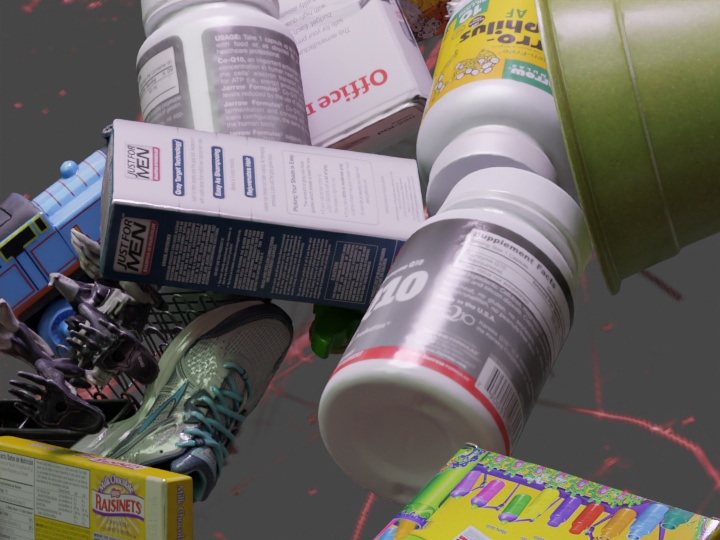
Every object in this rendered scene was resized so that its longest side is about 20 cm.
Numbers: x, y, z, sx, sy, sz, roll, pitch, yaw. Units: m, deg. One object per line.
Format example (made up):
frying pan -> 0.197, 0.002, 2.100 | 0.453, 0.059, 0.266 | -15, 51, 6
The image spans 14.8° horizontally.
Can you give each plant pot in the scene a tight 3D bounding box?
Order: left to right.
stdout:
plant pot -> 0.218, -0.104, 1.668 | 0.190, 0.200, 0.200 | -14, 30, 7

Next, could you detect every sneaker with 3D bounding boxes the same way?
sneaker -> -0.105, 0.106, 1.762 | 0.200, 0.078, 0.086 | -48, 36, -9

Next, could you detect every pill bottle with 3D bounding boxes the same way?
pill bottle -> -0.093, -0.108, 1.905 | 0.114, 0.114, 0.200 | -18, 67, 25
pill bottle -> 0.061, 0.036, 1.645 | 0.114, 0.114, 0.200 | -11, 34, 35
pill bottle -> 0.097, -0.097, 1.830 | 0.113, 0.113, 0.200 | -19, 30, 24

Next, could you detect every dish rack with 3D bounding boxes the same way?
dish rack -> -0.154, 0.059, 1.897 | 0.153, 0.055, 0.200 | -1, 40, 44

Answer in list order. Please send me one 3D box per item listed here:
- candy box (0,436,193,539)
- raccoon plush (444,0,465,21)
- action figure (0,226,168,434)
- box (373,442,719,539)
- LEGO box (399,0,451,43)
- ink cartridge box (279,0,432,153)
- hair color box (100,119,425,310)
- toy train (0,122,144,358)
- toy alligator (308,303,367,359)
candy box -> -0.168, 0.163, 1.699 | 0.026, 0.102, 0.200 | -3, 6, -39
raccoon plush -> 0.145, -0.205, 2.033 | 0.134, 0.097, 0.200 | -38, -5, 18
action figure -> -0.179, 0.030, 1.779 | 0.119, 0.102, 0.200 | -45, 14, 8
box -> 0.074, 0.206, 1.343 | 0.193, 0.122, 0.200 | -44, 30, -22
LEGO box -> 0.063, -0.266, 2.182 | 0.149, 0.077, 0.200 | -18, 30, 25
ink cartridge box -> -0.044, -0.173, 2.009 | 0.145, 0.200, 0.085 | -25, -15, 13
hair color box -> -0.062, -0.033, 1.756 | 0.200, 0.061, 0.100 | 8, 33, -10
toy train -> -0.197, -0.024, 2.012 | 0.200, 0.114, 0.087 | -38, 28, -11
toy alligator -> 0.000, 0.000, 1.841 | 0.054, 0.059, 0.200 | 12, 32, -4
